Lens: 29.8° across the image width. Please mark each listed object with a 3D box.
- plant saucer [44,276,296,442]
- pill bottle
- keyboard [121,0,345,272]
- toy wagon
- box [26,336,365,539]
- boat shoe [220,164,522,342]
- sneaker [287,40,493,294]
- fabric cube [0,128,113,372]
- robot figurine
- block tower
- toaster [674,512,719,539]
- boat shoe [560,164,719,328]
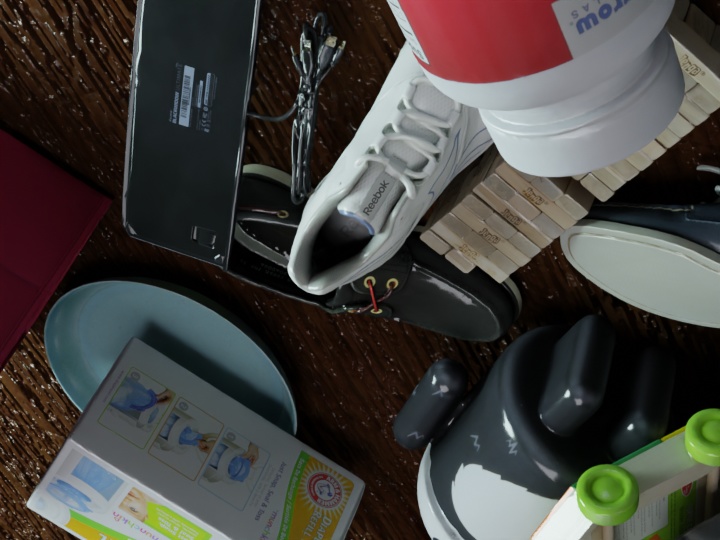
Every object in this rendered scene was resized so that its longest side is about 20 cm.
[{"bbox_3d":[-0.135,0.075,0.989,0.200,0.027,0.200,14,136,14],"label":"plant saucer"},{"bbox_3d":[0.057,-0.137,0.525,0.112,0.112,0.200,-7,132,30],"label":"pill bottle"},{"bbox_3d":[-0.072,-0.093,0.761,0.127,0.021,0.200,19,118,17],"label":"keyboard"},{"bbox_3d":[0.187,0.140,0.767,0.040,0.200,0.155,53,162,42],"label":"toy wagon"},{"bbox_3d":[-0.116,0.160,0.966,0.200,0.101,0.113,33,136,-6],"label":"box"},{"bbox_3d":[-0.001,0.002,0.830,0.201,0.063,0.074,23,134,3],"label":"boat shoe"},{"bbox_3d":[0.027,-0.061,0.718,0.074,0.087,0.200,32,115,-1],"label":"sneaker"},{"bbox_3d":[-0.318,0.008,0.890,0.199,0.200,0.196,33,136,-9],"label":"fabric cube"},{"bbox_3d":[0.113,0.115,0.832,0.150,0.125,0.200,57,140,21],"label":"robot figurine"},{"bbox_3d":[0.114,-0.067,0.713,0.054,0.058,0.200,37,138,-11],"label":"block tower"},{"bbox_3d":[0.256,0.214,0.760,0.119,0.200,0.181,50,156,42],"label":"toaster"},{"bbox_3d":[0.207,-0.010,0.715,0.200,0.062,0.075,11,151,29],"label":"boat shoe"}]
